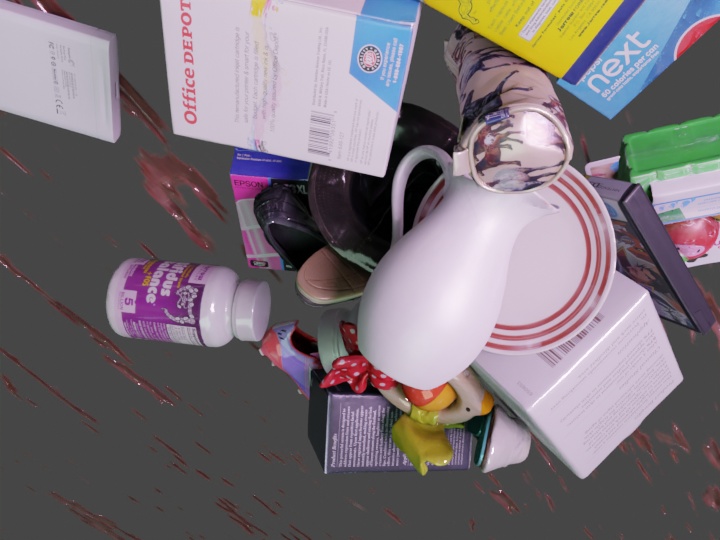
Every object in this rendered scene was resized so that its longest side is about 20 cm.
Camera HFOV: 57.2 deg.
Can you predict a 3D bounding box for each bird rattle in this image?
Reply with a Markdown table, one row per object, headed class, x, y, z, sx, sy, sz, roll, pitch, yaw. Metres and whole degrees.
| class | x | y | z | sx | sy | sz | roll | pitch | yaw |
| --- | --- | --- | --- | --- | --- | --- | --- | --- | --- |
| bird rattle | 0.061 | 0.124 | 0.758 | 0.163 | 0.113 | 0.200 | -27 | 106 | 45 |

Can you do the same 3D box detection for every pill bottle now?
| class | x | y | z | sx | sy | sz | roll | pitch | yaw |
| --- | --- | --- | --- | --- | --- | --- | --- | --- | --- |
| pill bottle | 0.052 | 0.089 | 0.873 | 0.200 | 0.116 | 0.116 | -8 | 132 | 21 |
| pill bottle | -0.229 | 0.045 | 0.900 | 0.200 | 0.112 | 0.112 | 5 | 135 | 8 |

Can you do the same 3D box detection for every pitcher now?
| class | x | y | z | sx | sy | sz | roll | pitch | yaw |
| --- | --- | --- | --- | --- | --- | --- | --- | --- | --- |
| pitcher | 0.065 | -0.008 | 0.618 | 0.121 | 0.172 | 0.200 | 17 | 105 | -46 |

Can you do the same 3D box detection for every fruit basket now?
| class | x | y | z | sx | sy | sz | roll | pitch | yaw |
| --- | --- | --- | --- | --- | --- | --- | --- | --- | --- |
| fruit basket | 0.340 | -0.058 | 0.675 | 0.185 | 0.094 | 0.200 | -10 | 135 | 22 |

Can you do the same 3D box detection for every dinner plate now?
| class | x | y | z | sx | sy | sz | roll | pitch | yaw |
| --- | --- | --- | --- | --- | --- | --- | --- | --- | --- |
| dinner plate | 0.143 | -0.018 | 0.640 | 0.200 | 0.024 | 0.201 | 4 | 98 | 29 |

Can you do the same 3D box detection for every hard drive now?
| class | x | y | z | sx | sy | sz | roll | pitch | yaw |
| --- | --- | --- | --- | --- | --- | --- | --- | --- | --- |
| hard drive | -0.366 | -0.225 | 0.723 | 0.200 | 0.027 | 0.132 | 16 | 136 | -3 |

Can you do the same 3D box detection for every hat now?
| class | x | y | z | sx | sy | sz | roll | pitch | yaw |
| --- | --- | --- | --- | --- | --- | --- | --- | --- | --- |
| hat | 0.045 | -0.081 | 0.722 | 0.200 | 0.081 | 0.201 | 0 | 92 | 0 |

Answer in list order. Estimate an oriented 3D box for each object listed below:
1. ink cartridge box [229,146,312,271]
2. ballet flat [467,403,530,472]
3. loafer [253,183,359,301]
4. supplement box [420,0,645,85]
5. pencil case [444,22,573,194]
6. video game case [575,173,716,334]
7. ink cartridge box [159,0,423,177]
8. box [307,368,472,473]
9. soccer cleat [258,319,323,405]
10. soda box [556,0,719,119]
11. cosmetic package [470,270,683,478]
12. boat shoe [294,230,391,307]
| class | x | y | z | sx | sy | sz | roll | pitch | yaw |
| --- | --- | --- | --- | --- | --- | --- | --- | --- | --- |
| ink cartridge box | -0.101 | -0.080 | 0.801 | 0.094 | 0.037 | 0.200 | 5 | 133 | 8 |
| ballet flat | 0.165 | 0.190 | 0.767 | 0.069 | 0.070 | 0.200 | 7 | 179 | 6 |
| loafer | -0.057 | -0.017 | 0.781 | 0.068 | 0.070 | 0.201 | -27 | 133 | 17 |
| supplement box | 0.116 | -0.256 | 0.516 | 0.200 | 0.109 | 0.110 | 25 | 135 | -11 |
| pencil case | 0.116 | -0.150 | 0.564 | 0.089 | 0.200 | 0.078 | 3 | 132 | -1 |
| video game case | 0.252 | -0.027 | 0.689 | 0.200 | 0.026 | 0.181 | 47 | 172 | -29 |
| ink cartridge box | -0.055 | -0.200 | 0.587 | 0.200 | 0.145 | 0.147 | 13 | 136 | 1 |
| box | 0.036 | 0.203 | 0.916 | 0.200 | 0.148 | 0.107 | 3 | 94 | -12 |
| soccer cleat | -0.068 | 0.150 | 1.005 | 0.076 | 0.067 | 0.200 | -27 | 121 | 28 |
| soda box | 0.254 | -0.226 | 0.546 | 0.068 | 0.064 | 0.200 | 29 | 135 | -15 |
| cosmetic package | 0.220 | 0.089 | 0.733 | 0.167 | 0.166 | 0.200 | -44 | 133 | -2 |
| boat shoe | 0.000 | 0.000 | 0.750 | 0.072 | 0.200 | 0.065 | 43 | 133 | 14 |
